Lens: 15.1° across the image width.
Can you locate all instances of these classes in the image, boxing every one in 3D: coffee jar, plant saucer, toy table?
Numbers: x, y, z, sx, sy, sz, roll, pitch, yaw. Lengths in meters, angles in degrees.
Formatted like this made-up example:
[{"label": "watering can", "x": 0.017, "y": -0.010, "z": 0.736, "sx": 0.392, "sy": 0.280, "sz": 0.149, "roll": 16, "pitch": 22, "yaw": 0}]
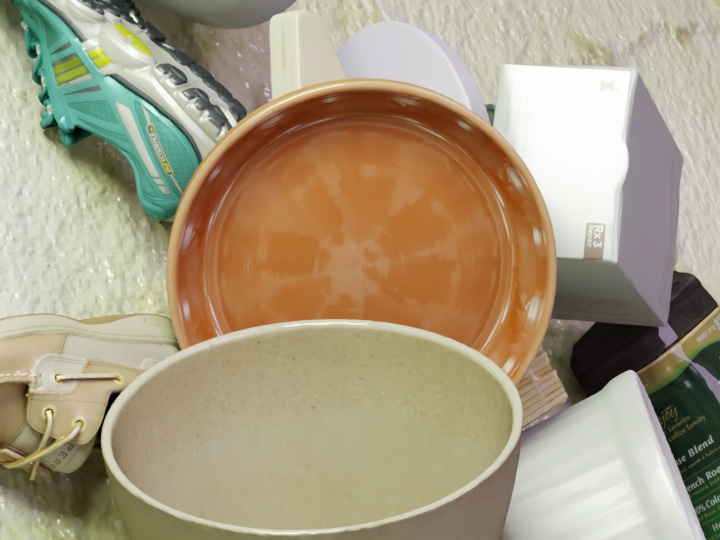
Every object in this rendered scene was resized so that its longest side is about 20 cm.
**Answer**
[{"label": "coffee jar", "x": 0.218, "y": 0.100, "z": 1.674, "sx": 0.200, "sy": 0.085, "sz": 0.104, "roll": 53, "pitch": 36, "yaw": 1}, {"label": "plant saucer", "x": 0.000, "y": 0.000, "z": 1.393, "sx": 0.200, "sy": 0.200, "sz": 0.032, "roll": 42, "pitch": 5, "yaw": -13}, {"label": "toy table", "x": -0.008, "y": -0.045, "z": 1.497, "sx": 0.117, "sy": 0.184, "sz": 0.200, "roll": 11, "pitch": 62, "yaw": -56}]

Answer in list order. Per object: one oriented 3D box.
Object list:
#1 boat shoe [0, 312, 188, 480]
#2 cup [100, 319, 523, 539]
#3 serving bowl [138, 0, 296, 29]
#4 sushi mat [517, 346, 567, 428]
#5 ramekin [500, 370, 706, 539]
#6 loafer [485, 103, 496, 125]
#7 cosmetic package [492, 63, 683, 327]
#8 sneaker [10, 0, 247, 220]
[{"label": "boat shoe", "x": -0.150, "y": 0.066, "z": 1.332, "sx": 0.200, "sy": 0.074, "sz": 0.069, "roll": -7, "pitch": 61, "yaw": -49}, {"label": "cup", "x": -0.020, "y": 0.133, "z": 1.318, "sx": 0.200, "sy": 0.200, "sz": 0.144, "roll": -43, "pitch": 137, "yaw": -52}, {"label": "serving bowl", "x": -0.126, "y": -0.195, "z": 1.525, "sx": 0.200, "sy": 0.066, "sz": 0.200, "roll": 37, "pitch": 7, "yaw": -5}, {"label": "sushi mat", "x": 0.006, "y": 0.078, "z": 1.435, "sx": 0.200, "sy": 0.012, "sz": 0.096, "roll": -31, "pitch": 89, "yaw": -14}, {"label": "ramekin", "x": 0.141, "y": 0.164, "z": 1.474, "sx": 0.200, "sy": 0.098, "sz": 0.201, "roll": -21, "pitch": 90, "yaw": -84}, {"label": "loafer", "x": 0.067, "y": -0.030, "z": 1.624, "sx": 0.063, "sy": 0.072, "sz": 0.200, "roll": 45, "pitch": 37, "yaw": -38}, {"label": "cosmetic package", "x": 0.129, "y": -0.039, "z": 1.546, "sx": 0.200, "sy": 0.081, "sz": 0.113, "roll": 42, "pitch": 54, "yaw": -70}, {"label": "sneaker", "x": -0.151, "y": -0.109, "z": 1.466, "sx": 0.200, "sy": 0.080, "sz": 0.077, "roll": 44, "pitch": 16, "yaw": 17}]
